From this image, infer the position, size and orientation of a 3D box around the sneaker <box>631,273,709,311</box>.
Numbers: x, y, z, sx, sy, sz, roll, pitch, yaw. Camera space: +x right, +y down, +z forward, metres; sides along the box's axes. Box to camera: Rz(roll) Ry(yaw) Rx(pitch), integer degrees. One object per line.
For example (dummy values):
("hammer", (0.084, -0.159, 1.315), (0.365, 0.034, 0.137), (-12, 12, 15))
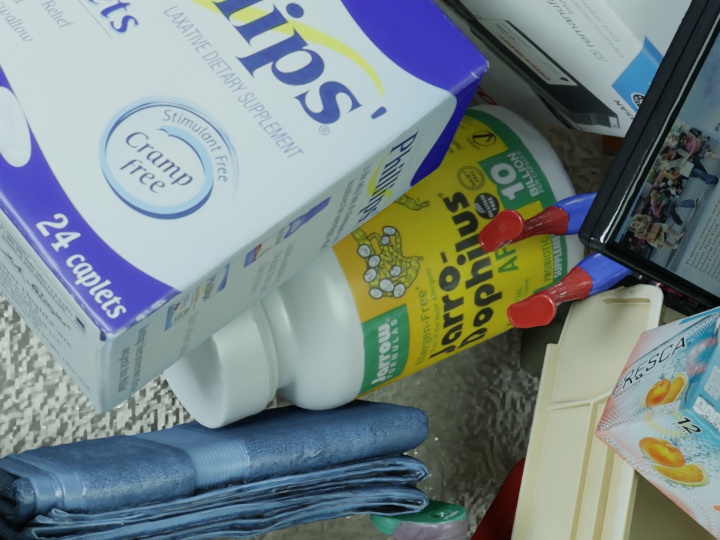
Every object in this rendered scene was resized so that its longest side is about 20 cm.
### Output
("sneaker", (0.242, 0.007, 0.854), (0.200, 0.081, 0.075), (23, 97, 10))

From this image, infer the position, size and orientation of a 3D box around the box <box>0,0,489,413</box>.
("box", (-0.084, -0.078, 0.692), (0.200, 0.105, 0.184), (-37, 79, -21))

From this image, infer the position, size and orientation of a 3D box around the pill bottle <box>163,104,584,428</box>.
("pill bottle", (0.000, 0.000, 0.797), (0.200, 0.113, 0.113), (-22, 108, -26))

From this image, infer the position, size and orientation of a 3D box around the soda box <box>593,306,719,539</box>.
("soda box", (0.205, 0.103, 0.749), (0.200, 0.068, 0.064), (40, 60, -16))

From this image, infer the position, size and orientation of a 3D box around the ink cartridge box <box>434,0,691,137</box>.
("ink cartridge box", (0.096, -0.138, 0.784), (0.145, 0.200, 0.084), (42, 79, -28))

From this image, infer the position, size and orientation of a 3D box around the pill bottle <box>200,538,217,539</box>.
("pill bottle", (-0.113, 0.220, 0.731), (0.200, 0.111, 0.111), (-44, 118, -39))

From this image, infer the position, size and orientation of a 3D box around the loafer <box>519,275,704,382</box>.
("loafer", (0.169, 0.046, 0.937), (0.200, 0.075, 0.070), (15, 116, -27))

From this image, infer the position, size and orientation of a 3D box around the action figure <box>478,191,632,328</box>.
("action figure", (0.151, -0.029, 0.791), (0.200, 0.052, 0.066), (-21, 85, -34))

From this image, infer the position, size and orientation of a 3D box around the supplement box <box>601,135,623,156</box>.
("supplement box", (0.186, -0.159, 0.912), (0.069, 0.067, 0.200), (0, 98, -31))

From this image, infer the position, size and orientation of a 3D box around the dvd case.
("dvd case", (0.179, -0.050, 0.726), (0.200, 0.018, 0.143), (22, 96, -51))

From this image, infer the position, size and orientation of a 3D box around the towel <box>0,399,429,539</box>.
("towel", (-0.074, 0.099, 0.763), (0.200, 0.112, 0.049), (-8, 95, -26))

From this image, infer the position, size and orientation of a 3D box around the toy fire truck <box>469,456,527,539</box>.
("toy fire truck", (0.138, 0.159, 0.901), (0.200, 0.112, 0.168), (7, 93, -31))

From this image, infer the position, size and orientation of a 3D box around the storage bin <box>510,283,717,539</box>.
("storage bin", (0.186, 0.129, 0.828), (0.200, 0.094, 0.199), (23, 68, -24))

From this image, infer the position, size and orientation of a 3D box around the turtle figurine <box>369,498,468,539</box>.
("turtle figurine", (0.030, 0.217, 0.769), (0.101, 0.150, 0.200), (-5, 102, 9))
